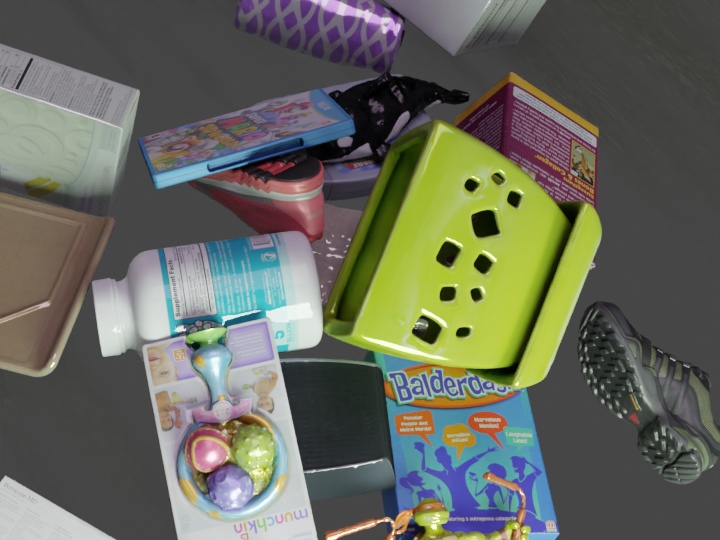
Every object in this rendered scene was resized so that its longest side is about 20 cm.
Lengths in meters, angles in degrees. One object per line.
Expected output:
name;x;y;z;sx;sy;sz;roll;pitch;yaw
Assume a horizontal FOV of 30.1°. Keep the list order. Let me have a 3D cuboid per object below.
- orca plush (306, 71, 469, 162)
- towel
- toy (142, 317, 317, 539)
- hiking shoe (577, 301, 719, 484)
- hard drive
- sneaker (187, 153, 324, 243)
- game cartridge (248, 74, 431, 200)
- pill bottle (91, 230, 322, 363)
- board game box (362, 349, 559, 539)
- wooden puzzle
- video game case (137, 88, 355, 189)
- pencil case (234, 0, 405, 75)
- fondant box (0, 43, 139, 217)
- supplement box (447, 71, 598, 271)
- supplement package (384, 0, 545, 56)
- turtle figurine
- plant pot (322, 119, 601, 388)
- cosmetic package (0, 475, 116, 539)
orca plush;0.032;-0.176;1.419;0.200;0.071;0.105;-13;60;-26
towel;0.000;0.000;1.348;0.200;0.034;0.133;12;54;-8
toy;-0.113;0.144;1.125;0.115;0.047;0.200;-12;75;-2
hiking shoe;0.297;0.115;1.346;0.101;0.076;0.200;-18;71;-38
hard drive;-0.072;0.139;1.193;0.200;0.042;0.135;-3;55;-5
sneaker;-0.107;-0.069;1.314;0.074;0.087;0.200;-28;28;-33
game cartridge;-0.008;-0.142;1.449;0.200;0.042;0.133;-16;57;-28
pill bottle;-0.140;0.030;1.220;0.200;0.111;0.111;-8;57;-9
board game box;0.090;0.163;1.249;0.152;0.045;0.200;2;54;-16
wooden puzzle;-0.343;0.005;1.221;0.200;0.037;0.185;11;51;4
video game case;-0.117;-0.134;1.333;0.200;0.018;0.143;-16;23;-9
pencil case;-0.047;-0.284;1.515;0.200;0.084;0.086;19;11;-5
fondant box;-0.321;-0.139;1.273;0.200;0.144;0.058;19;52;-4
supplement box;0.168;-0.084;1.400;0.131;0.103;0.200;30;48;-22
supplement package;0.134;-0.332;1.539;0.117;0.117;0.200;42;28;13
turtle figurine;0.062;0.262;1.132;0.200;0.064;0.162;-6;79;-31
plant pot;0.091;-0.003;1.189;0.181;0.200;0.199;22;87;-10
cosmetic package;-0.225;0.254;1.075;0.200;0.051;0.083;29;53;4
